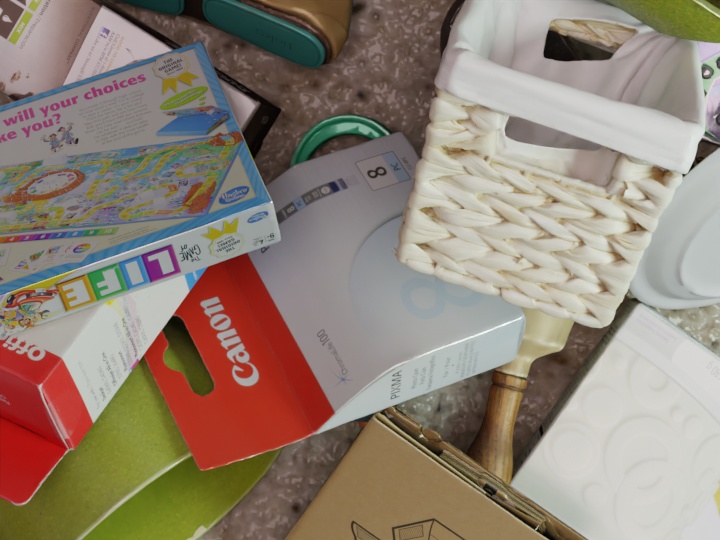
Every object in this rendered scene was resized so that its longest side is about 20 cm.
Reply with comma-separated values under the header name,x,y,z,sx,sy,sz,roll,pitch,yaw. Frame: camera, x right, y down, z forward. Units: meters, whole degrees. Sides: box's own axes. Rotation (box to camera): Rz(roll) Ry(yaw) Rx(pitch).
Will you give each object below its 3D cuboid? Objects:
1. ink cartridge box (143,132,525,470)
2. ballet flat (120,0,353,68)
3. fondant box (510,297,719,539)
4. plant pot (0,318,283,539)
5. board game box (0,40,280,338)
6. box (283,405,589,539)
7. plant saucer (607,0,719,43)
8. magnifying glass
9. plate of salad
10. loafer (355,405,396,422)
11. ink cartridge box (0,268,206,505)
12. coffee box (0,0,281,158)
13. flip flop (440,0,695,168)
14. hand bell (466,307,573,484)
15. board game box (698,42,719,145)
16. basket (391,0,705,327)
name,x,y,z,sx,sy,sz,roll,pitch,yaw
ink cartridge box,-0.029,0.012,0.968,0.200,0.047,0.160,-18,54,-19
ballet flat,-0.098,-0.188,1.061,0.200,0.069,0.063,22,66,0
fondant box,0.174,0.139,1.052,0.144,0.058,0.200,35,96,2
plant pot,-0.177,0.076,1.028,0.187,0.187,0.200,-41,73,5
board game box,-0.158,-0.041,0.909,0.200,0.034,0.135,-19,52,-7
box,0.040,0.183,1.020,0.163,0.021,0.200,34,135,2
plant saucer,0.130,-0.223,0.944,0.200,0.200,0.048,27,133,-21
magnifying glass,0.000,0.000,1.074,0.079,0.022,0.200,-6,94,7
plate of salad,0.241,-0.046,0.985,0.200,0.200,0.048,-28,60,5
loafer,-0.052,0.013,1.042,0.200,0.073,0.072,29,115,6
ink cartridge box,-0.180,0.018,0.931,0.116,0.067,0.200,20,58,22
coffee box,-0.157,-0.119,1.034,0.200,0.113,0.080,32,94,2
flip flop,0.129,-0.100,1.047,0.200,0.058,0.081,36,107,-15
hand bell,0.087,0.074,1.022,0.104,0.104,0.200,15,88,3
board game box,0.291,-0.164,1.045,0.200,0.026,0.200,17,94,2
basket,0.103,-0.070,0.914,0.135,0.200,0.124,18,114,3
